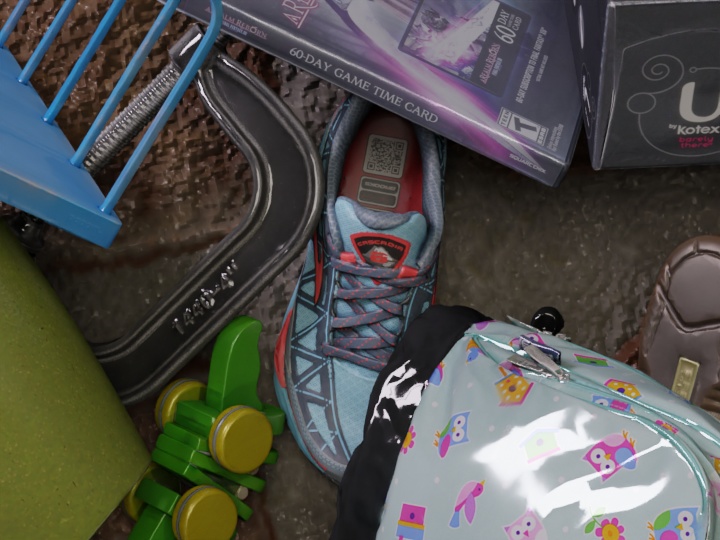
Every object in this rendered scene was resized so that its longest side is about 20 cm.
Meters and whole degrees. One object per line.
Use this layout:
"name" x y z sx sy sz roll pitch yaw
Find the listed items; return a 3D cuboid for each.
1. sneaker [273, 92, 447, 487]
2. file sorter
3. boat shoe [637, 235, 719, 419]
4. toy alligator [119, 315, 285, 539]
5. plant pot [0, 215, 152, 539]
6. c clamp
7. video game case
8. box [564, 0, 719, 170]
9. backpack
"sneaker" 0.000 0.000 0.963 0.079 0.096 0.202 3 79 0
"file sorter" -0.162 -0.127 0.897 0.138 0.200 0.123 26 104 -34
"boat shoe" 0.154 0.085 0.964 0.071 0.076 0.201 28 100 35
"toy alligator" -0.080 0.120 0.963 0.054 0.059 0.201 29 83 -39
"plant pot" -0.196 0.054 0.916 0.200 0.187 0.187 42 81 -3
"c clamp" -0.103 -0.043 0.978 0.171 0.027 0.200 44 99 16
"video game case" 0.017 -0.122 0.973 0.199 0.019 0.143 26 37 -2
"box" 0.155 -0.154 0.951 0.121 0.107 0.201 -2 49 0
"backpack" 0.088 0.111 0.884 0.199 0.126 0.168 20 96 35
